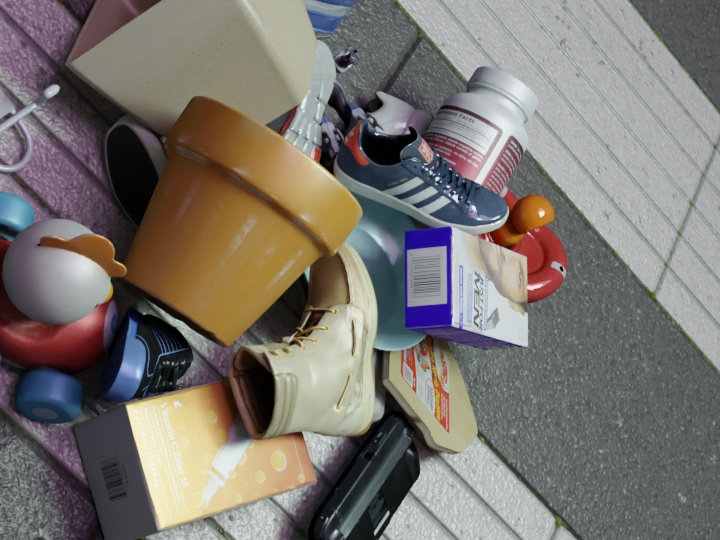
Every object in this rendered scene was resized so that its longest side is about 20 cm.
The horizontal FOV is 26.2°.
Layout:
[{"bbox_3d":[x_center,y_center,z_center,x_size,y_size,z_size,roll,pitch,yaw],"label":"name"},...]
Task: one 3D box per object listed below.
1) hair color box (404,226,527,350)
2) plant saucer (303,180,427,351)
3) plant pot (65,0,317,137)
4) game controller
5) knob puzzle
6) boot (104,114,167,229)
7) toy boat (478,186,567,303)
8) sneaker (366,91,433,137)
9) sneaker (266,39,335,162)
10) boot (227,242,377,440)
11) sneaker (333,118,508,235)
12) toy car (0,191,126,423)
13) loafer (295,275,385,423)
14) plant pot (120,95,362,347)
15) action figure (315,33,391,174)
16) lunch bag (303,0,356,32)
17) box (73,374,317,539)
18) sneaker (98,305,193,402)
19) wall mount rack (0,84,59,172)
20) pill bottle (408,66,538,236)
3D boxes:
[{"bbox_3d":[0.120,0.023,1.717,0.200,0.065,0.110,18,70,-61],"label":"hair color box"},{"bbox_3d":[0.000,0.000,1.691,0.201,0.039,0.201,23,53,-33],"label":"plant saucer"},{"bbox_3d":[-0.154,-0.238,1.594,0.177,0.200,0.200,51,24,-26],"label":"plant pot"},{"bbox_3d":[0.007,0.245,1.664,0.200,0.042,0.104,-51,146,-40],"label":"game controller"},{"bbox_3d":[0.074,0.129,1.768,0.220,0.030,0.220,50,26,-35],"label":"knob puzzle"},{"bbox_3d":[-0.177,-0.083,1.632,0.144,0.072,0.200,-34,97,-52],"label":"boot"},{"bbox_3d":[0.184,-0.052,1.891,0.200,0.131,0.131,44,50,-20],"label":"toy boat"},{"bbox_3d":[0.010,-0.130,1.823,0.087,0.075,0.200,33,52,-2],"label":"sneaker"},{"bbox_3d":[-0.089,-0.157,1.692,0.077,0.082,0.200,42,60,-54],"label":"sneaker"},{"bbox_3d":[-0.059,0.067,1.527,0.155,0.073,0.200,3,84,-48],"label":"boot"},{"bbox_3d":[0.073,-0.105,1.681,0.200,0.085,0.075,18,42,-3],"label":"sneaker"},{"bbox_3d":[-0.272,0.016,1.409,0.177,0.200,0.185,27,58,-32],"label":"toy car"},{"bbox_3d":[-0.027,0.075,1.702,0.070,0.070,0.200,-9,73,-36],"label":"loafer"},{"bbox_3d":[-0.130,-0.035,1.487,0.200,0.200,0.183,38,81,-25],"label":"plant pot"},{"bbox_3d":[-0.047,-0.211,1.776,0.130,0.069,0.200,-22,74,-26],"label":"action figure"},{"bbox_3d":[-0.079,-0.360,1.775,0.200,0.132,0.136,12,43,-40],"label":"lunch bag"},{"bbox_3d":[-0.160,0.180,1.517,0.200,0.097,0.125,-11,81,-44],"label":"box"},{"bbox_3d":[-0.197,0.085,1.466,0.078,0.200,0.070,25,101,-10],"label":"sneaker"},{"bbox_3d":[-0.386,-0.175,1.469,0.200,0.075,0.174,54,47,-11],"label":"wall mount rack"},{"bbox_3d":[0.123,-0.131,1.801,0.113,0.113,0.200,36,78,-26],"label":"pill bottle"}]
